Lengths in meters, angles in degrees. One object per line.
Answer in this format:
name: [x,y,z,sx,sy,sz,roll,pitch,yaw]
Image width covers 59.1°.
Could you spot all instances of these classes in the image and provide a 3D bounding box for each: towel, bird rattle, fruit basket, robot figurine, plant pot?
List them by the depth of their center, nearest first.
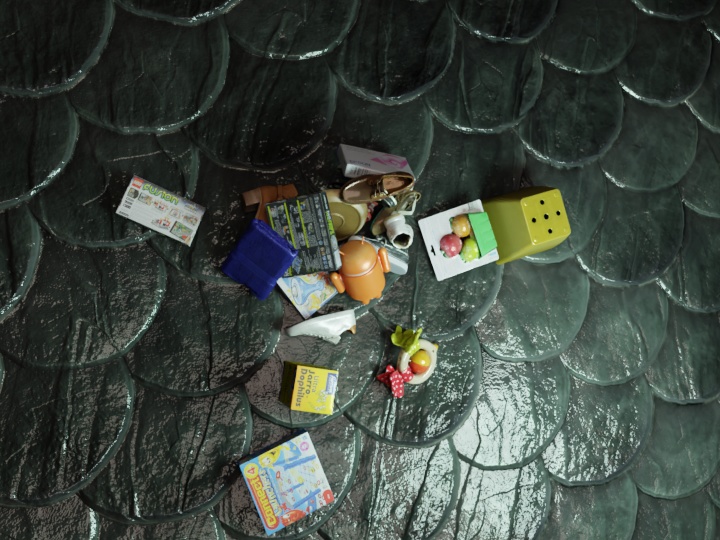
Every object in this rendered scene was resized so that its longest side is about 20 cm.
towel: [-0.259,-0.030,1.636,0.147,0.200,0.050,37,37,-6]
plant pot: [-0.076,-0.137,1.695,0.198,0.201,0.028,3,50,-16]
robot figurine: [0.001,-0.001,1.710,0.142,0.201,0.117,0,47,20]
bird rattle: [0.147,0.260,1.777,0.162,0.112,0.203,13,85,-31]
fruit basket: [0.288,-0.089,1.860,0.198,0.094,0.187,-20,91,-1]
plant pot: [0.498,-0.145,1.867,0.198,0.176,0.202,-16,90,-16]

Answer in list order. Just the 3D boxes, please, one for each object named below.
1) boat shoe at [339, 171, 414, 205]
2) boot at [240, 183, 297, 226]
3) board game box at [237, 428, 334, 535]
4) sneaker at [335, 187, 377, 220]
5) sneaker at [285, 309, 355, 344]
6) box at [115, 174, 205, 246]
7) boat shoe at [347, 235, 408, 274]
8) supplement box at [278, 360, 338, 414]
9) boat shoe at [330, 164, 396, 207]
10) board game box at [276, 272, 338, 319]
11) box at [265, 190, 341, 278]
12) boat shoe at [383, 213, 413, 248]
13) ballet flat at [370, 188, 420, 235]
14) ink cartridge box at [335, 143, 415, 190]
boat shoe: [0.044,-0.215,1.618,0.198,0.068,0.073,-14,97,-10]
boot: [-0.224,-0.135,1.708,0.154,0.077,0.202,-14,74,-22]
board game box: [-0.195,0.553,1.671,0.194,0.056,0.202,-23,92,-17]
sneaker: [0.035,-0.193,1.772,0.199,0.067,0.109,-10,72,-5]
sneaker: [-0.102,0.165,1.720,0.198,0.073,0.086,-11,86,-18]
box: [-0.514,-0.153,1.644,0.198,0.035,0.111,25,79,-13]
boat shoe: [0.054,-0.060,1.781,0.198,0.073,0.069,24,63,-19]
supplement box: [-0.138,0.298,1.633,0.108,0.200,0.110,10,82,-15]
boat shoe: [0.003,-0.211,1.704,0.198,0.075,0.066,34,75,13]
board game box: [-0.162,0.014,1.734,0.135,0.034,0.201,-40,97,-15]
box: [-0.146,-0.090,1.627,0.158,0.044,0.202,-9,100,20]
boat shoe: [0.110,-0.090,1.742,0.070,0.200,0.070,-24,71,10]
ballet flat: [0.108,-0.166,1.786,0.072,0.068,0.200,23,54,26]
ink cartridge box: [0.037,-0.297,1.740,0.194,0.201,0.044,9,122,-16]
